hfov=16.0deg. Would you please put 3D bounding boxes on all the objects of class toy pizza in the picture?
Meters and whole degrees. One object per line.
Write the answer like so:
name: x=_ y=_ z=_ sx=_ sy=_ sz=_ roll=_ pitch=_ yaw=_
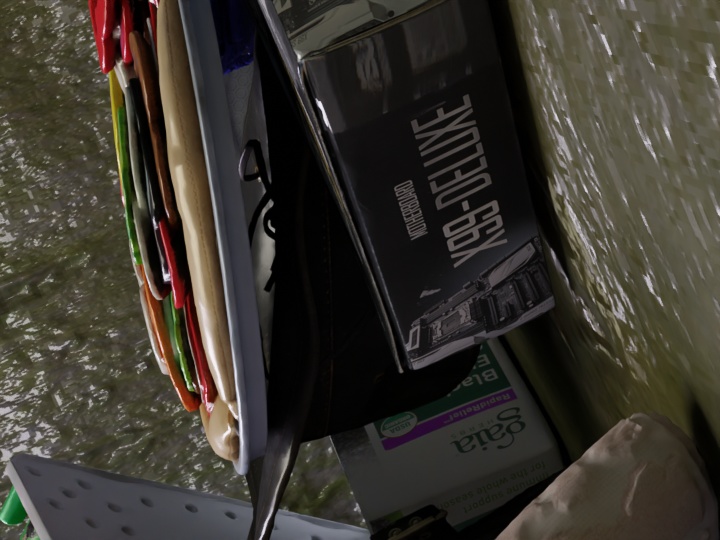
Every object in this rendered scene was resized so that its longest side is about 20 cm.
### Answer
toy pizza: x=-0.059 y=-0.037 z=0.768 sx=0.200 sy=0.032 sz=0.201 roll=171 pitch=90 yaw=-84

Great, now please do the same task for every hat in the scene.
hat: x=0.000 y=0.000 z=0.850 sx=0.201 sy=0.081 sz=0.201 roll=180 pitch=90 yaw=-80

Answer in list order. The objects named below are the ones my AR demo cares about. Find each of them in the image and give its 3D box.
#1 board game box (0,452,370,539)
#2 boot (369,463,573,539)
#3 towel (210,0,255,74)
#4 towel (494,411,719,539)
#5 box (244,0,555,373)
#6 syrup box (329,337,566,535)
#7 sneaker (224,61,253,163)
board game box: x=-0.022 y=0.151 z=0.955 sx=0.200 sy=0.026 sz=0.200 roll=16 pitch=-158 yaw=-34
boot: x=0.016 y=0.113 z=0.758 sx=0.211 sy=0.157 sz=0.080 roll=-56 pitch=-48 yaw=-87
towel: x=-0.057 y=-0.141 z=0.954 sx=0.200 sy=0.049 sz=0.148 roll=-68 pitch=-26 yaw=-80
towel: x=0.018 y=0.145 z=0.609 sx=0.032 sy=0.200 sz=0.191 roll=38 pitch=166 yaw=30
box: x=-0.013 y=-0.095 z=0.689 sx=0.158 sy=0.050 sz=0.200 roll=70 pitch=177 yaw=-60
syrup box: x=0.028 y=0.063 z=1.045 sx=0.200 sy=0.079 sz=0.082 roll=-116 pitch=4 yaw=-60
sneaker: x=-0.035 y=-0.099 z=1.127 sx=0.099 sy=0.071 sz=0.201 roll=66 pitch=-173 yaw=-83
